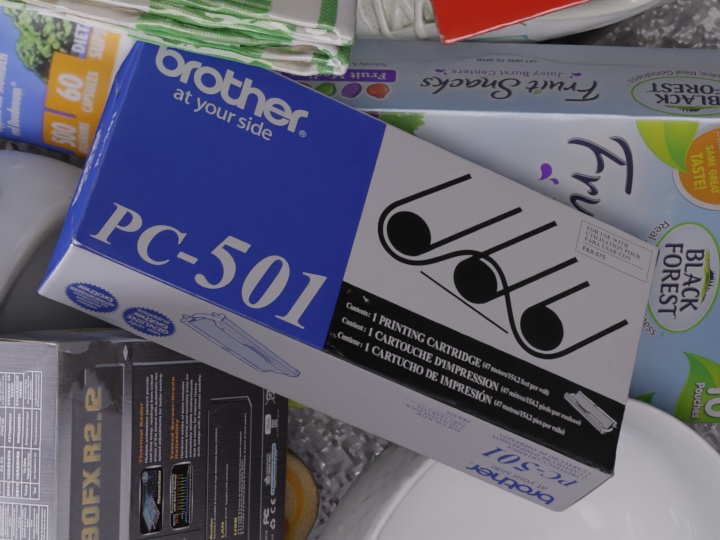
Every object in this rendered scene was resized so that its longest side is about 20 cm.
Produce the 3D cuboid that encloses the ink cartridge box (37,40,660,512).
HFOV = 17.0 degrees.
[{"bbox_3d":[0.000,0.000,0.821,0.199,0.044,0.094,24,59,-13],"label":"ink cartridge box"}]

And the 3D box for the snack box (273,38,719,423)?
[{"bbox_3d":[0.051,-0.014,0.904,0.198,0.053,0.143,2,128,1],"label":"snack box"}]

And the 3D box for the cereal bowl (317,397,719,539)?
[{"bbox_3d":[0.057,0.140,0.907,0.199,0.083,0.202,-3,96,-28],"label":"cereal bowl"}]

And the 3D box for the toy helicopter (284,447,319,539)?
[{"bbox_3d":[-0.022,0.161,0.950,0.131,0.079,0.201,-9,106,-11],"label":"toy helicopter"}]

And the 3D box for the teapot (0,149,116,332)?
[{"bbox_3d":[-0.169,0.039,0.892,0.145,0.197,0.201,11,83,21],"label":"teapot"}]

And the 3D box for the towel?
[{"bbox_3d":[-0.097,-0.127,0.822,0.199,0.153,0.024,9,128,-4],"label":"towel"}]

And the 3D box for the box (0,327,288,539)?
[{"bbox_3d":[-0.083,0.121,0.838,0.048,0.158,0.202,1,91,27],"label":"box"}]

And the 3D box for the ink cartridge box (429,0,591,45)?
[{"bbox_3d":[0.097,-0.189,0.860,0.199,0.044,0.175,-16,62,5],"label":"ink cartridge box"}]

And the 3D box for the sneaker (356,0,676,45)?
[{"bbox_3d":[0.041,-0.114,0.902,0.199,0.080,0.071,-13,101,6],"label":"sneaker"}]

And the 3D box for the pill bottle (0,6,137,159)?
[{"bbox_3d":[-0.165,-0.114,0.891,0.199,0.112,0.113,14,100,-1],"label":"pill bottle"}]
